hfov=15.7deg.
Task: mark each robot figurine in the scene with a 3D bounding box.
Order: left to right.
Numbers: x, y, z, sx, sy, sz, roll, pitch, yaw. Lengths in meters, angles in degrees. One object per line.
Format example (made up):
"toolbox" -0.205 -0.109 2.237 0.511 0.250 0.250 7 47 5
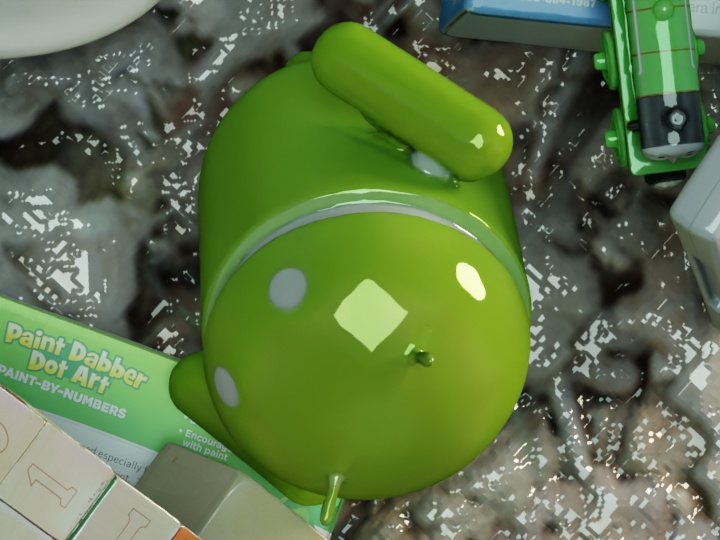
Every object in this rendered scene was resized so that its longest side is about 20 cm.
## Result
"robot figurine" 0.000 0.000 0.932 0.115 0.200 0.176 19 122 -16

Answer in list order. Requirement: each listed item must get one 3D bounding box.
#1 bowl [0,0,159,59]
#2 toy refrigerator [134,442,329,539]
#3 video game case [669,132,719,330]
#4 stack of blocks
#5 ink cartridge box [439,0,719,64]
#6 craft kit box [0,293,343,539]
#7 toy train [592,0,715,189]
"bowl" -0.145 -0.178 0.928 0.200 0.090 0.202 11 47 -13
"toy refrigerator" -0.002 0.147 0.955 0.200 0.076 0.070 41 78 -22
"video game case" 0.183 -0.077 0.962 0.022 0.182 0.200 33 86 17
"stack of blocks" -0.143 0.052 0.843 0.200 0.115 0.059 41 82 -23
"ink cartridge box" 0.114 -0.187 1.005 0.145 0.084 0.201 5 88 -3
"craft kit box" -0.123 0.118 0.997 0.199 0.049 0.198 21 89 -4
"toy train" 0.100 -0.129 0.933 0.042 0.056 0.201 -8 90 -4
